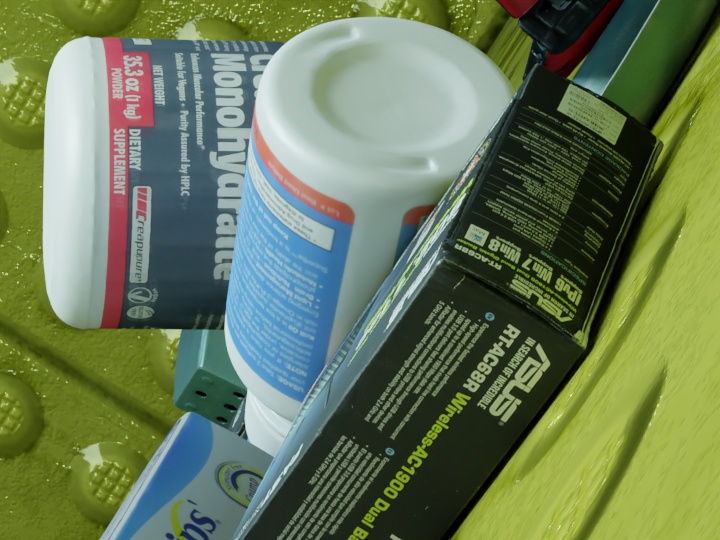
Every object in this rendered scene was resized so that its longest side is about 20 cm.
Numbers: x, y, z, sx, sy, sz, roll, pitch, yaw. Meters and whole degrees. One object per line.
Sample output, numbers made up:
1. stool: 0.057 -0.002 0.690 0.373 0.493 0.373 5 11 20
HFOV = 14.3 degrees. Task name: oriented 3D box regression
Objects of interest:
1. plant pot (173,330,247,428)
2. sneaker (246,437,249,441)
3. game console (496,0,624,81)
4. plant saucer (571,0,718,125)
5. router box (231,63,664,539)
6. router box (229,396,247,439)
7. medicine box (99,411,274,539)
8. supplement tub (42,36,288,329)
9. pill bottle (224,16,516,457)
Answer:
1. plant pot: -0.082 0.040 2.523 0.200 0.141 0.141 -68 7 -30
2. sneaker: -0.038 0.111 1.390 0.200 0.071 0.083 -60 6 -21
3. game console: 0.112 -0.206 1.367 0.200 0.119 0.172 -49 -5 -7
4. plant saucer: 0.112 -0.078 1.279 0.200 0.027 0.200 -58 2 3
5. router box: 0.026 0.039 1.077 0.200 0.062 0.150 -56 4 35
6. router box: -0.013 0.051 1.565 0.150 0.062 0.200 -59 2 6
7. medicine box: -0.099 0.191 1.207 0.200 0.103 0.182 -56 3 25
8. supplement tub: -0.050 -0.041 1.379 0.140 0.200 0.141 180 90 -81
9. pill bottle: 0.000 0.000 1.226 0.112 0.112 0.200 -60 -13 -45
